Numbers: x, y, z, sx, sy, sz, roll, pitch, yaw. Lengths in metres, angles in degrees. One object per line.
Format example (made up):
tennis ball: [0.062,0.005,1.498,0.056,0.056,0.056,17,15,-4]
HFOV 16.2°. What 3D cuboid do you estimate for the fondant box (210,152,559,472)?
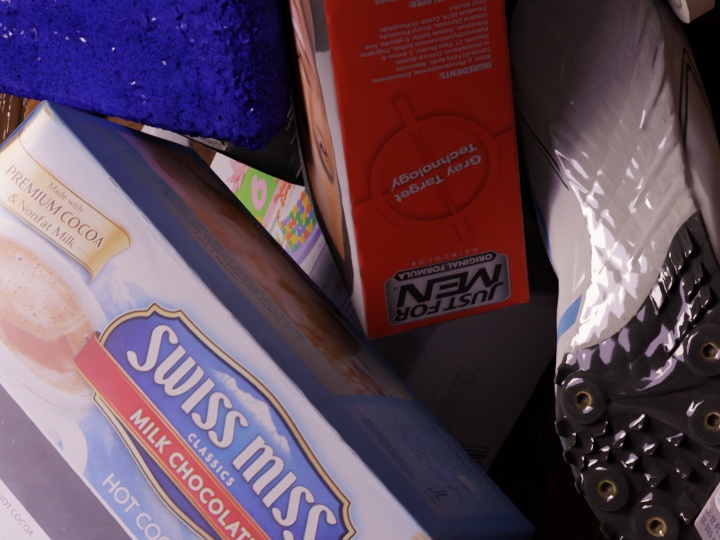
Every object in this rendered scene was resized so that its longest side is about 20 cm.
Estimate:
fondant box: [0.000,0.000,0.998,0.145,0.058,0.200,-63,35,31]

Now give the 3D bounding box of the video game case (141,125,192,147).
video game case: [-0.106,0.049,1.166,0.182,0.022,0.201,136,135,-68]

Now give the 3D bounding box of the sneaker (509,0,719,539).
sneaker: [0.094,-0.005,0.837,0.072,0.072,0.201,-11,82,21]

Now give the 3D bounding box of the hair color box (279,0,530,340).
hair color box: [0.008,-0.089,0.826,0.102,0.061,0.201,-114,12,-54]

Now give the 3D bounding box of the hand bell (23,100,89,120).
hand bell: [-0.142,-0.106,1.273,0.200,0.104,0.105,124,143,-57]

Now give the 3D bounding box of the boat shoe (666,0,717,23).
boat shoe: [0.103,-0.156,0.864,0.067,0.072,0.200,-32,37,7]

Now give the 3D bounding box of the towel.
towel: [-0.097,-0.141,0.843,0.147,0.049,0.201,17,128,38]

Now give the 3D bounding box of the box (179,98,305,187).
box: [-0.052,-0.152,0.949,0.046,0.158,0.201,5,-72,-78]

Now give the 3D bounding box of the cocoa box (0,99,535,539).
cocoa box: [-0.062,0.061,0.861,0.131,0.133,0.200,-45,74,10]

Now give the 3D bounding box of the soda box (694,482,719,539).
soda box: [0.165,0.116,0.667,0.070,0.063,0.200,-62,35,32]
